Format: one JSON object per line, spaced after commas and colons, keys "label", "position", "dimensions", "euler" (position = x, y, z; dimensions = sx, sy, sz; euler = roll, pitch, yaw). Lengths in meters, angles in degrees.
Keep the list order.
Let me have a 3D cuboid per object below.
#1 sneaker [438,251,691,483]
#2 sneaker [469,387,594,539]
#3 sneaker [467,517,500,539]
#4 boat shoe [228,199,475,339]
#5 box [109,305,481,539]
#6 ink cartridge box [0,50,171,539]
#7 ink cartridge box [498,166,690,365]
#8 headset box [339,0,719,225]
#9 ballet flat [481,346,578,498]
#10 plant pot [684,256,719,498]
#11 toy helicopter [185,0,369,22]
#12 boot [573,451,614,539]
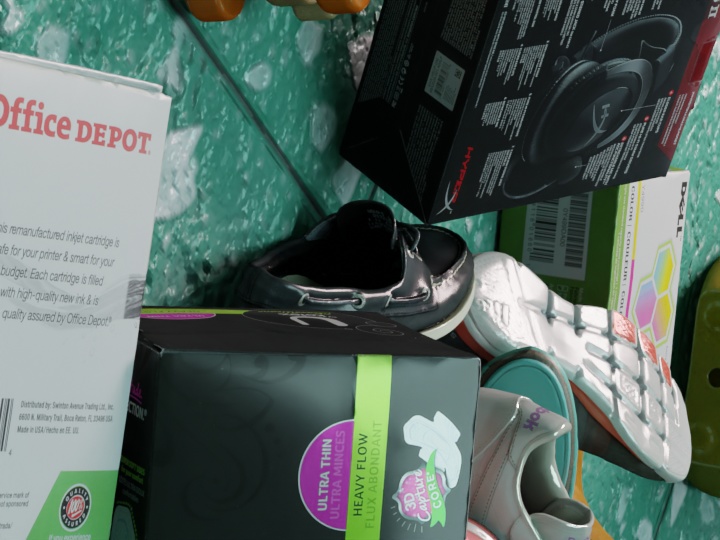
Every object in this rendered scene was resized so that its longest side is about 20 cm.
{"label": "sneaker", "position": [0.099, 0.059, 1.532], "dimensions": [0.200, 0.082, 0.077], "euler": [37, 43, -30]}
{"label": "sneaker", "position": [0.065, 0.156, 1.421], "dimensions": [0.075, 0.100, 0.200], "euler": [-25, 120, -58]}
{"label": "sneaker", "position": [0.010, 0.135, 1.348], "dimensions": [0.200, 0.074, 0.087], "euler": [48, 13, -10]}
{"label": "boat shoe", "position": [-0.002, -0.001, 1.376], "dimensions": [0.199, 0.074, 0.066], "euler": [-20, 127, -48]}
{"label": "box", "position": [-0.044, 0.122, 1.219], "dimensions": [0.148, 0.124, 0.200], "euler": [1, 99, -22]}
{"label": "ink cartridge box", "position": [-0.155, 0.016, 1.086], "dimensions": [0.146, 0.084, 0.200], "euler": [9, 90, -62]}
{"label": "ink cartridge box", "position": [0.156, 0.007, 1.666], "dimensions": [0.200, 0.076, 0.148], "euler": [-7, 104, -60]}
{"label": "headset box", "position": [0.102, -0.116, 1.429], "dimensions": [0.200, 0.077, 0.149], "euler": [-14, 132, -41]}
{"label": "ballet flat", "position": [0.082, 0.128, 1.495], "dimensions": [0.070, 0.067, 0.200], "euler": [-66, 157, -72]}
{"label": "plant pot", "position": [0.315, 0.079, 1.877], "dimensions": [0.200, 0.194, 0.196], "euler": [2, 96, -53]}
{"label": "toy helicopter", "position": [-0.019, -0.183, 1.320], "dimensions": [0.200, 0.079, 0.132], "euler": [-11, 98, -72]}
{"label": "boot", "position": [0.143, 0.175, 1.617], "dimensions": [0.201, 0.144, 0.071], "euler": [-67, 149, -26]}
